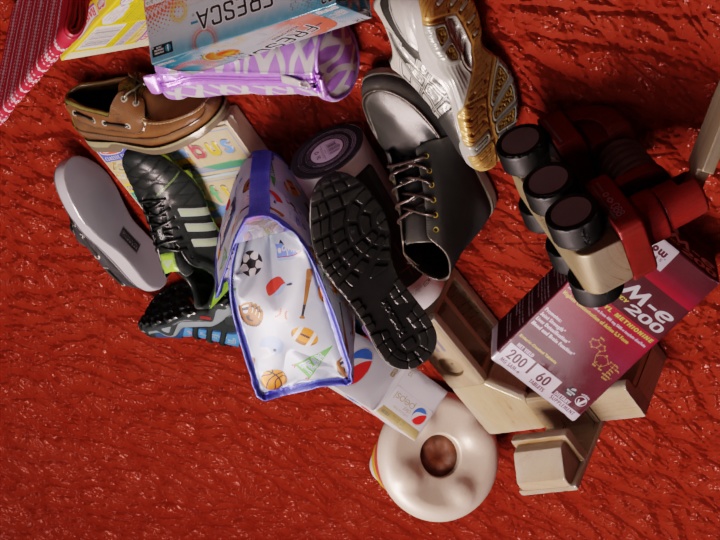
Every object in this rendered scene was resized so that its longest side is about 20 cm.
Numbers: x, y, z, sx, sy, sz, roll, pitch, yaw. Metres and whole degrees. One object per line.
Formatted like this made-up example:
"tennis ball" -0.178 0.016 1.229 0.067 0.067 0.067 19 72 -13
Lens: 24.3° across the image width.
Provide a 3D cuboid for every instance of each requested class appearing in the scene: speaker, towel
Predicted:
"speaker" 0.010 -0.046 1.661 0.081 0.081 0.200 -2 134 35
"towel" -0.298 -0.236 1.585 0.022 0.145 0.200 19 150 -26

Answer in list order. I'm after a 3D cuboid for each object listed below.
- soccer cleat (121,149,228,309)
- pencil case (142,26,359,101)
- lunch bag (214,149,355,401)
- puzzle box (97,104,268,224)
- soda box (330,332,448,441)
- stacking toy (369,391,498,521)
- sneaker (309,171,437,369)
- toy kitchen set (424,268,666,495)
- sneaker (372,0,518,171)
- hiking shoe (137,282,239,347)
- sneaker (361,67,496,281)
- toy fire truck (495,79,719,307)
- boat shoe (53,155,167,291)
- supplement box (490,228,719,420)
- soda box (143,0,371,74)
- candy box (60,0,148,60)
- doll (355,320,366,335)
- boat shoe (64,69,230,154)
"soccer cleat" -0.191 -0.044 1.750 0.067 0.081 0.200 -4 134 36
"pencil case" -0.097 -0.193 1.546 0.200 0.086 0.084 4 143 31
"lunch bag" -0.080 -0.001 1.644 0.124 0.170 0.200 -12 117 4
"puzzle box" -0.172 -0.104 1.756 0.200 0.025 0.133 -7 131 39
"soda box" 0.004 0.110 1.773 0.068 0.064 0.200 38 173 -33
"stacking toy" 0.061 0.217 1.945 0.146 0.146 0.200 36 163 -11
"sneaker" 0.000 0.000 1.601 0.200 0.076 0.088 66 173 -11
"toy kitchen set" 0.162 0.105 1.676 0.200 0.163 0.181 -12 128 42
"sneaker" 0.075 -0.178 1.480 0.088 0.076 0.200 17 142 41
"hiking shoe" -0.172 0.061 1.916 0.200 0.074 0.087 -10 129 40
"sneaker" 0.055 -0.089 1.555 0.075 0.106 0.200 -10 130 41
"toy fire truck" 0.234 -0.094 1.424 0.200 0.176 0.129 -26 129 -1
"boat shoe" -0.291 -0.049 1.872 0.066 0.070 0.200 -4 141 34
"supplement box" 0.226 0.035 1.564 0.109 0.061 0.200 37 114 -13
"soda box" -0.091 -0.231 1.464 0.200 0.069 0.064 -13 170 30
"candy box" -0.195 -0.252 1.531 0.200 0.102 0.026 -32 80 50
"doll" -0.019 0.026 1.796 0.200 0.049 0.136 38 152 -17
"boat shoe" -0.221 -0.162 1.677 0.200 0.072 0.068 -6 134 38
